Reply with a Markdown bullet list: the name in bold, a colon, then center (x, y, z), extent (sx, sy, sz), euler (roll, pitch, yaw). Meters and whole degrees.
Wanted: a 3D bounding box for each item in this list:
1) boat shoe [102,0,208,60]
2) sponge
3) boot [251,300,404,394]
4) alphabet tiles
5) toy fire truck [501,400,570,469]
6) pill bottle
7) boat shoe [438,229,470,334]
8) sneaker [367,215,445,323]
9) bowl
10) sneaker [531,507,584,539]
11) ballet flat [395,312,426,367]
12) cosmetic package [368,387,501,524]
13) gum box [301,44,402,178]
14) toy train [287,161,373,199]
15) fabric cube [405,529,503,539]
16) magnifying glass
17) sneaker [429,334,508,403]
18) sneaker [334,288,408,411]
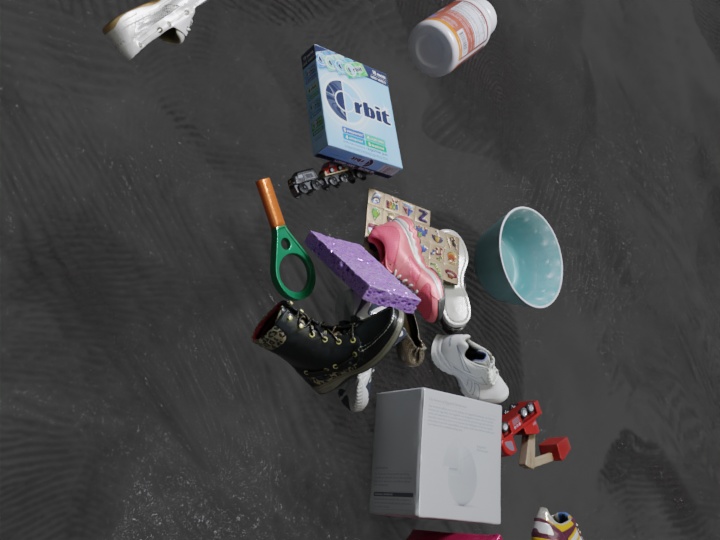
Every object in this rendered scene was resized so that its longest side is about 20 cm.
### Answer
- **boat shoe**: center (-0.284, -0.367, 1.217), extent (0.200, 0.071, 0.069), euler (-40, 108, -32)
- **sponge**: center (0.000, 0.000, 1.308), extent (0.111, 0.200, 0.030), euler (16, 108, -39)
- **boot**: center (-0.050, 0.093, 1.231), extent (0.154, 0.203, 0.074), euler (38, 32, -24)
- **alphabet tiles**: center (0.094, -0.045, 1.474), extent (0.199, 0.008, 0.168), euler (19, 59, -24)
- **toy fire truck**: center (0.322, 0.332, 1.601), extent (0.200, 0.049, 0.142), euler (-23, 95, -43)
- **pill bottle**: center (0.190, -0.473, 1.643), extent (0.200, 0.112, 0.112), euler (-43, 108, -41)
- **boat shoe**: center (0.165, 0.021, 1.530), extent (0.073, 0.060, 0.201), euler (-2, 64, -11)
- **sneaker**: center (0.073, 0.006, 1.399), extent (0.086, 0.074, 0.201), euler (-15, 69, -26)
- **bowl**: center (0.300, -0.017, 1.632), extent (0.200, 0.105, 0.202), euler (12, 72, -40)
- **sneaker**: center (0.413, 0.527, 1.617), extent (0.200, 0.075, 0.090), euler (29, 66, -35)
- **ballet flat**: center (0.073, 0.070, 1.439), extent (0.067, 0.046, 0.201), euler (-11, 84, -42)
- **cosmetic package**: center (0.129, 0.313, 1.379), extent (0.199, 0.123, 0.201), euler (19, 68, -38)
- **gum box**: center (-0.015, -0.273, 1.428), extent (0.169, 0.044, 0.201), euler (12, 60, -39)
- **toy train**: center (-0.047, -0.164, 1.403), extent (0.200, 0.034, 0.046), euler (-21, 83, -44)
- **fabric cube**: center (0.137, 0.546, 1.277), extent (0.199, 0.196, 0.201), euler (-39, 105, -41)
- **magnifying glass**: center (-0.125, -0.049, 1.312), extent (0.079, 0.022, 0.201), euler (-21, 95, -43)
- **sneaker**: center (0.214, 0.185, 1.515), extent (0.200, 0.087, 0.075), euler (40, 54, -30)
- **sneaker**: center (0.027, 0.134, 1.361), extent (0.129, 0.079, 0.200), euler (9, 63, -32)
